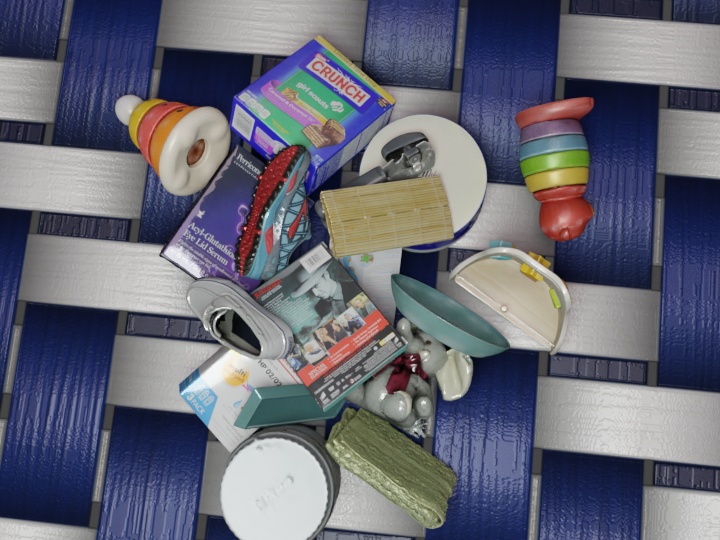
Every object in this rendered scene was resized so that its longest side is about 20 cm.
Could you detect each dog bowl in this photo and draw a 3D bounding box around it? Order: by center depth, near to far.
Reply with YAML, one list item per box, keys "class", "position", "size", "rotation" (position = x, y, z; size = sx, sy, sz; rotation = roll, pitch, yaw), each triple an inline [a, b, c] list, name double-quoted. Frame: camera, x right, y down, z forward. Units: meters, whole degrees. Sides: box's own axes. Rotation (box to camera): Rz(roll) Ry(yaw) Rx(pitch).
- class: "dog bowl"
  position: [0.095, -0.134, 1.366]
  size: [0.197, 0.079, 0.203]
  rotation: [0, 80, 2]

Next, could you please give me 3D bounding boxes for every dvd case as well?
- class: "dvd case"
  position: [-0.051, 0.073, 1.220]
  size: [0.145, 0.022, 0.200]
  rotation: [-36, 69, -11]

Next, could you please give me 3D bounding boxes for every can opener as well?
- class: "can opener"
  position: [0.019, -0.137, 1.313]
  size: [0.199, 0.054, 0.067]
  rotation: [-30, 48, -2]

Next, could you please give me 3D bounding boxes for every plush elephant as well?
- class: "plush elephant"
  position: [0.066, 0.141, 1.273]
  size: [0.164, 0.200, 0.156]
  rotation: [17, 76, 41]

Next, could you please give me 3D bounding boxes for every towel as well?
- class: "towel"
  position: [0.045, 0.277, 1.270]
  size: [0.199, 0.148, 0.037]
  rotation: [33, 110, 5]

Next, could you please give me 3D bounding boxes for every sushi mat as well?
- class: "sushi mat"
  position: [0.041, -0.078, 1.268]
  size: [0.198, 0.012, 0.097]
  rotation: [-10, 84, -26]

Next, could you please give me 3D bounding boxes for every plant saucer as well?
- class: "plant saucer"
  position: [-0.089, 0.191, 1.261]
  size: [0.019, 0.199, 0.070]
  rotation: [45, 115, 33]
- class: "plant saucer"
  position: [0.122, 0.071, 1.277]
  size: [0.199, 0.200, 0.036]
  rotation: [31, 100, 7]

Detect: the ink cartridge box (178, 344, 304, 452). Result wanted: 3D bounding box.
- class: "ink cartridge box"
  position: [-0.149, 0.146, 1.276]
  size: [0.200, 0.068, 0.115]
  rotation: [-41, 101, -6]

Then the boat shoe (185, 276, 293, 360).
- class: "boat shoe"
  position: [-0.180, 0.063, 1.207]
  size: [0.199, 0.065, 0.074]
  rotation: [22, 107, 34]

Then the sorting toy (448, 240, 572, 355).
- class: "sorting toy"
  position: [0.239, 0.016, 1.282]
  size: [0.199, 0.180, 0.107]
  rotation: [36, 84, 7]

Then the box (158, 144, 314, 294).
- class: "box"
  position: [-0.187, -0.065, 1.334]
  size: [0.147, 0.104, 0.201]
  rotation: [34, 84, -13]

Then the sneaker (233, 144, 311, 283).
- class: "sneaker"
  position: [-0.109, -0.080, 1.270]
  size: [0.095, 0.079, 0.202]
  rotation: [19, 96, -38]

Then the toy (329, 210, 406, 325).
- class: "toy"
  position: [0.000, 0.000, 1.325]
  size: [0.114, 0.047, 0.202]
  rotation: [-2, 117, -18]

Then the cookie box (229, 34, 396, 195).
- class: "cookie box"
  position: [-0.071, -0.241, 1.356]
  size: [0.171, 0.075, 0.200]
  rotation: [40, 57, 8]

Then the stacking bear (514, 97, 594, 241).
- class: "stacking bear"
  position: [0.302, -0.145, 1.348]
  size: [0.112, 0.121, 0.203]
  rotation: [-7, 87, -1]

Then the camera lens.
- class: "camera lens"
  position: [-0.109, 0.299, 1.237]
  size: [0.158, 0.200, 0.162]
  rotation: [0, 84, 1]

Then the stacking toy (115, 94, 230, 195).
- class: "stacking toy"
  position: [-0.316, -0.221, 1.389]
  size: [0.199, 0.146, 0.147]
  rotation: [31, 83, 23]
